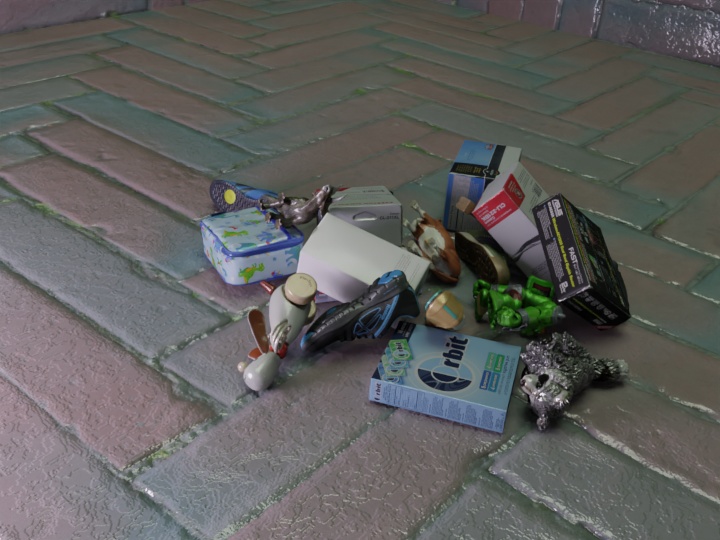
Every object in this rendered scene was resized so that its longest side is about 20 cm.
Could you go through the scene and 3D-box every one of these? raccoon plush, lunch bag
[{"bbox_3d":[0.324,0.167,1.186,0.199,0.097,0.134,1,38,-7],"label":"raccoon plush"},{"bbox_3d":[-0.196,-0.051,1.478,0.160,0.083,0.200,-12,27,-22],"label":"lunch bag"}]

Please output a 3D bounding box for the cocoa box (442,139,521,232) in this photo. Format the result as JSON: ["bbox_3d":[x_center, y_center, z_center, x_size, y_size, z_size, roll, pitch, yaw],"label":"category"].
[{"bbox_3d":[0.258,-0.175,1.708,0.131,0.134,0.200,11,31,12],"label":"cocoa box"}]

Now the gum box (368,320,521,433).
[{"bbox_3d":[0.131,0.155,1.219,0.199,0.045,0.170,12,30,12],"label":"gum box"}]

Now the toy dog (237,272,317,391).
[{"bbox_3d":[-0.139,0.080,1.236,0.096,0.132,0.200,22,33,10],"label":"toy dog"}]

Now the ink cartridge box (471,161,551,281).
[{"bbox_3d":[0.316,-0.083,1.509,0.200,0.084,0.144,47,35,-6],"label":"ink cartridge box"}]

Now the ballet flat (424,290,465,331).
[{"bbox_3d":[0.137,0.074,1.297,0.063,0.069,0.200,40,2,9],"label":"ballet flat"}]

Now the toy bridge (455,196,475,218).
[{"bbox_3d":[0.262,-0.092,1.583,0.200,0.027,0.067,26,8,-30],"label":"toy bridge"}]

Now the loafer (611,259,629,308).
[{"bbox_3d":[0.441,0.013,1.472,0.068,0.071,0.201,2,30,-3],"label":"loafer"}]

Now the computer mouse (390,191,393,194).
[{"bbox_3d":[-0.010,-0.147,1.738,0.199,0.034,0.059,-10,16,-31],"label":"computer mouse"}]

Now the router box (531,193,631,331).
[{"bbox_3d":[0.375,-0.013,1.377,0.150,0.062,0.201,31,40,-41],"label":"router box"}]

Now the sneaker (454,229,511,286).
[{"bbox_3d":[0.254,-0.030,1.519,0.090,0.067,0.200,-8,26,-15],"label":"sneaker"}]

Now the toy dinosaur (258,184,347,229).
[{"bbox_3d":[-0.118,-0.106,1.442,0.102,0.077,0.200,1,-4,-35],"label":"toy dinosaur"}]

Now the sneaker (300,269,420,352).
[{"bbox_3d":[0.000,0.083,1.264,0.200,0.082,0.073,-31,14,8],"label":"sneaker"}]

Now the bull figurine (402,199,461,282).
[{"bbox_3d":[0.132,-0.059,1.528,0.121,0.065,0.200,37,18,-38],"label":"bull figurine"}]

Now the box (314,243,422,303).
[{"bbox_3d":[0.000,0.000,1.471,0.199,0.040,0.137,-5,31,-14],"label":"box"}]

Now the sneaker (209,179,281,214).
[{"bbox_3d":[-0.220,-0.141,1.670,0.200,0.066,0.078,20,22,25],"label":"sneaker"}]

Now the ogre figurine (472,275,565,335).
[{"bbox_3d":[0.262,0.057,1.341,0.119,0.099,0.200,3,-7,-5],"label":"ogre figurine"}]

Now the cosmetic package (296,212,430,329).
[{"bbox_3d":[0.003,0.000,1.363,0.200,0.085,0.108,26,52,10],"label":"cosmetic package"}]

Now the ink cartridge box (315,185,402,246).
[{"bbox_3d":[-0.007,-0.103,1.554,0.145,0.083,0.200,-3,16,-7],"label":"ink cartridge box"}]
